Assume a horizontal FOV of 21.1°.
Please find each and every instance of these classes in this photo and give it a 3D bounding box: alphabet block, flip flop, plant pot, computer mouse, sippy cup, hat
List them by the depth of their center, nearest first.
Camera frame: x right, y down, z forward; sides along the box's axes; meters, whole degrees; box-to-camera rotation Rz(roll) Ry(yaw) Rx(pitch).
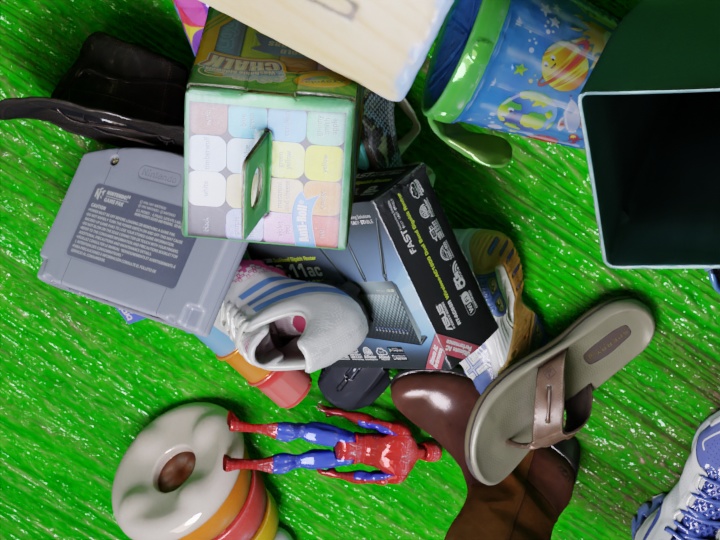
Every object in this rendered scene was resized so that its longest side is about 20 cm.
[{"bbox_3d":[-0.003,-0.274,1.339,0.199,0.196,0.197,26,129,-3],"label":"alphabet block"},{"bbox_3d":[0.246,-0.117,1.360,0.140,0.201,0.142,-1,126,19],"label":"plant pot"},{"bbox_3d":[0.129,-0.155,1.429,0.129,0.141,0.178,20,170,-9],"label":"sippy cup"},{"bbox_3d":[-0.197,-0.149,1.564,0.199,0.200,0.082,8,87,15],"label":"hat"},{"bbox_3d":[0.167,0.103,1.592,0.200,0.058,0.081,-39,131,1],"label":"flip flop"},{"bbox_3d":[0.008,0.071,1.667,0.059,0.034,0.200,39,145,5],"label":"computer mouse"}]

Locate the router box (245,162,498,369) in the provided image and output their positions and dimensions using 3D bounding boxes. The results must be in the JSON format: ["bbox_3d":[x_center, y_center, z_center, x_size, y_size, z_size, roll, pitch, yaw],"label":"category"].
[{"bbox_3d":[0.000,0.000,1.543,0.199,0.062,0.151,-4,117,52],"label":"router box"}]

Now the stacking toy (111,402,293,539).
[{"bbox_3d":[-0.128,0.232,1.833,0.145,0.147,0.200,-14,138,28],"label":"stacking toy"}]

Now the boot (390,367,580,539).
[{"bbox_3d":[0.089,0.188,1.649,0.187,0.201,0.069,33,131,-7],"label":"boot"}]

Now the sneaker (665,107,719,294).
[{"bbox_3d":[0.291,-0.035,1.484,0.074,0.082,0.201,-22,114,33],"label":"sneaker"}]

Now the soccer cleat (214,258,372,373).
[{"bbox_3d":[-0.080,0.039,1.539,0.199,0.086,0.070,5,125,48],"label":"soccer cleat"}]

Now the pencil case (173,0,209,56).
[{"bbox_3d":[-0.082,-0.157,1.530,0.088,0.089,0.201,-6,126,24],"label":"pencil case"}]

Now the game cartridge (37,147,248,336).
[{"bbox_3d":[-0.171,-0.031,1.581,0.199,0.134,0.041,16,165,40],"label":"game cartridge"}]

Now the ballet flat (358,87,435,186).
[{"bbox_3d":[0.025,-0.086,1.553,0.074,0.074,0.201,-3,125,22],"label":"ballet flat"}]

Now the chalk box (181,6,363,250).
[{"bbox_3d":[-0.061,-0.098,1.396,0.122,0.201,0.125,5,123,0],"label":"chalk box"}]

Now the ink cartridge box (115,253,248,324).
[{"bbox_3d":[-0.154,-0.033,1.675,0.199,0.042,0.120,-22,118,29],"label":"ink cartridge box"}]

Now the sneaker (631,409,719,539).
[{"bbox_3d":[0.289,0.222,1.658,0.080,0.116,0.200,27,130,-3],"label":"sneaker"}]

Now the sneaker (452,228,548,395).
[{"bbox_3d":[0.100,0.048,1.635,0.088,0.075,0.201,5,124,34],"label":"sneaker"}]

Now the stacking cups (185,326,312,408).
[{"bbox_3d":[-0.121,0.042,1.671,0.060,0.061,0.200,-27,123,34],"label":"stacking cups"}]

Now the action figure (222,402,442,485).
[{"bbox_3d":[-0.023,0.157,1.737,0.198,0.052,0.066,5,97,-10],"label":"action figure"}]
